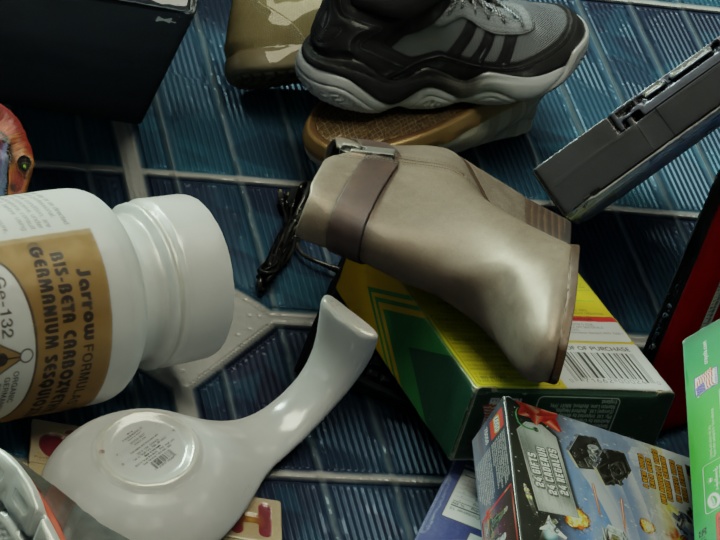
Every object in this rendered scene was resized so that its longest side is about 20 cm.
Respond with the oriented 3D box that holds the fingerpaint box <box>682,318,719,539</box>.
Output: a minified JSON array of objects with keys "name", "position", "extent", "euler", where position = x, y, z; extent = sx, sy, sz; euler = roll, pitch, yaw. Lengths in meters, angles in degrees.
[{"name":"fingerpaint box","position":[0.241,0.133,1.448],"extent":[0.167,0.073,0.200],"euler":[45,28,-26]}]

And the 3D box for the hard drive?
[{"name":"hard drive","position":[0.169,-0.080,1.639],"extent":[0.038,0.140,0.200],"euler":[54,4,4]}]

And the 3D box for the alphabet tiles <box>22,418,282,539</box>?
[{"name":"alphabet tiles","position":[-0.119,0.148,1.399],"extent":[0.166,0.006,0.200],"euler":[10,37,-10]}]

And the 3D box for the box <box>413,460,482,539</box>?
[{"name":"box","position":[0.083,0.160,1.445],"extent":[0.121,0.032,0.200],"euler":[23,35,7]}]

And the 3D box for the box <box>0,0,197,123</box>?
[{"name":"box","position":[-0.158,-0.213,1.627],"extent":[0.123,0.200,0.198],"euler":[7,73,-12]}]

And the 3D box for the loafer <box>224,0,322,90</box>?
[{"name":"loafer","position":[0.003,-0.160,1.779],"extent":[0.199,0.076,0.068],"euler":[-11,89,-33]}]

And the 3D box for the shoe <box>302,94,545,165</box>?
[{"name":"shoe","position":[0.043,-0.089,1.738],"extent":[0.200,0.054,0.070],"euler":[-21,46,-39]}]

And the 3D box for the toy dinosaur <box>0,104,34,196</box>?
[{"name":"toy dinosaur","position":[-0.255,-0.042,1.479],"extent":[0.181,0.200,0.105],"euler":[-38,76,-14]}]

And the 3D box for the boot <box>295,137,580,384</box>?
[{"name":"boot","position":[0.038,-0.010,1.484],"extent":[0.146,0.070,0.200],"euler":[17,20,-4]}]

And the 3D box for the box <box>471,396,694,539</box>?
[{"name":"box","position":[0.129,0.162,1.397],"extent":[0.136,0.040,0.200],"euler":[20,38,-19]}]

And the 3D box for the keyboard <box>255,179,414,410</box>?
[{"name":"keyboard","position":[0.000,0.000,1.631],"extent":[0.127,0.021,0.200],"euler":[20,35,2]}]

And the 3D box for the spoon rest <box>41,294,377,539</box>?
[{"name":"spoon rest","position":[-0.075,0.088,1.455],"extent":[0.200,0.061,0.099],"euler":[-33,57,-31]}]

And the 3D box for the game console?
[{"name":"game console","position":[0.204,-0.029,1.600],"extent":[0.172,0.201,0.119],"euler":[-15,47,-37]}]

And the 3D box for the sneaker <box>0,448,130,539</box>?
[{"name":"sneaker","position":[-0.133,0.153,1.342],"extent":[0.200,0.077,0.082],"euler":[42,16,29]}]

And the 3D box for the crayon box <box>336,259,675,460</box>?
[{"name":"crayon box","position":[0.071,0.029,1.560],"extent":[0.126,0.051,0.200],"euler":[3,32,-27]}]

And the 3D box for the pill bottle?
[{"name":"pill bottle","position":[-0.171,0.017,1.456],"extent":[0.199,0.115,0.114],"euler":[-10,44,-32]}]

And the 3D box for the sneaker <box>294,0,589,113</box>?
[{"name":"sneaker","position":[0.060,-0.161,1.697],"extent":[0.199,0.114,0.076],"euler":[-9,40,-28]}]
